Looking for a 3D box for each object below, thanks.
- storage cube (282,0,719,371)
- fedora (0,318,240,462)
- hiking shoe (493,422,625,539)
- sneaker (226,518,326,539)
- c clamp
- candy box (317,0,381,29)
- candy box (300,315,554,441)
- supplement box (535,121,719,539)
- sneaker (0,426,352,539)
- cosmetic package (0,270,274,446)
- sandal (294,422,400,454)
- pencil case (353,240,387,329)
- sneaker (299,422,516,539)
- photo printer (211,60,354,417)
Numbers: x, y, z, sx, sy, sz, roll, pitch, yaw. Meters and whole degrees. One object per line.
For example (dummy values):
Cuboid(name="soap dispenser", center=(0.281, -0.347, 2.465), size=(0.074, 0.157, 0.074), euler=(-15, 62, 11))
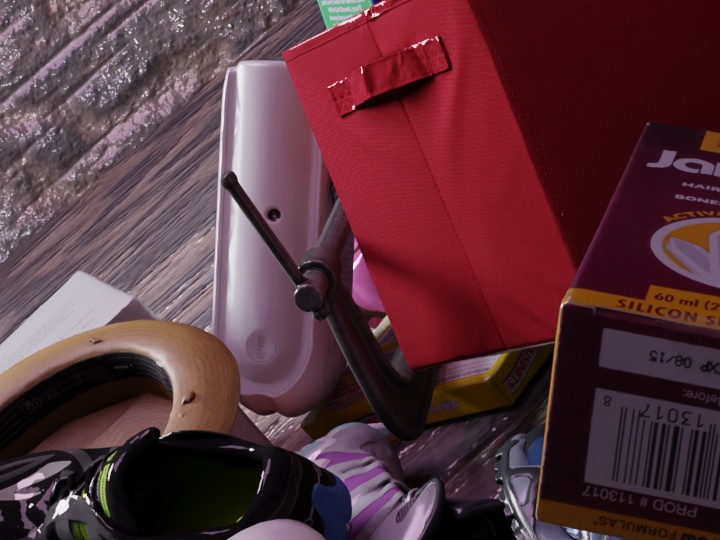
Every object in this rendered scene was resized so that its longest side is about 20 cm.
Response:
Cuboid(name="storage cube", center=(0.100, -0.072, 0.962), size=(0.199, 0.181, 0.171), euler=(-24, 4, -33))
Cuboid(name="fedora", center=(-0.139, 0.115, 0.992), size=(0.199, 0.082, 0.201), euler=(-18, 37, 14))
Cuboid(name="hiking shoe", center=(0.110, 0.108, 0.732), size=(0.086, 0.075, 0.200), euler=(-29, 23, 2))
Cuboid(name="sneaker", center=(-0.063, 0.203, 0.760), size=(0.200, 0.081, 0.147), euler=(-37, 45, -1))
Cuboid(name="c clamp", center=(0.000, 0.000, 1.010), size=(0.027, 0.172, 0.200), euler=(-26, 9, 16))
Cuboid(name="candy box", center=(0.058, -0.176, 1.098), size=(0.168, 0.201, 0.077), euler=(-28, 15, -26))
Cuboid(name="candy box", center=(0.048, 0.050, 1.128), size=(0.200, 0.026, 0.102), euler=(-19, 29, 56))
Cuboid(name="supplement box", center=(0.139, 0.021, 0.717), size=(0.110, 0.086, 0.200), euler=(10, 24, 12))
Cuboid(name="sneaker", center=(-0.102, 0.099, 0.859), size=(0.198, 0.083, 0.071), euler=(-5, 57, 25))
Cuboid(name="cosmetic package", center=(-0.158, 0.120, 1.164), size=(0.166, 0.168, 0.200), euler=(-44, 14, -9))
Cuboid(name="sandal", center=(-0.056, 0.148, 1.035), size=(0.206, 0.059, 0.079), euler=(-30, -13, 7))
Cuboid(name="pencil case", center=(0.068, -0.033, 1.210), size=(0.199, 0.090, 0.094), euler=(-25, 56, 42))
Cuboid(name="sneaker", center=(0.032, 0.119, 0.882), size=(0.139, 0.078, 0.200), euler=(-32, 26, 24))
Cuboid(name="photo printer", center=(-0.042, -0.015, 1.138), size=(0.069, 0.202, 0.166), euler=(2, 1, 7))
